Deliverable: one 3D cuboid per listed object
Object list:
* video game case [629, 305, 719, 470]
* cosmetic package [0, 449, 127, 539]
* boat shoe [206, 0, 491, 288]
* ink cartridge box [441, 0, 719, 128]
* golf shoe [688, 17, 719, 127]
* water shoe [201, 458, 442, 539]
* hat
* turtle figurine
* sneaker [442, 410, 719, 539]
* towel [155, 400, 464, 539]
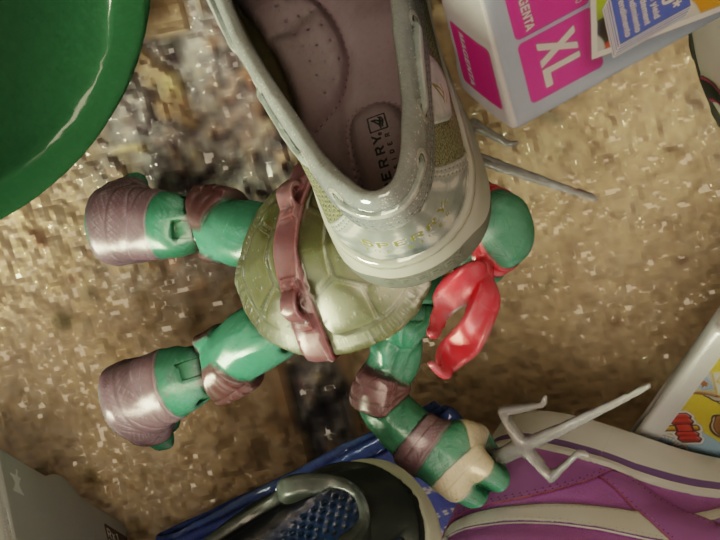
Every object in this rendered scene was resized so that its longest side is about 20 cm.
[{"bbox_3d":[0.177,0.113,1.049,0.199,0.023,0.182,31,140,1],"label":"video game case"},{"bbox_3d":[-0.185,0.149,1.103,0.199,0.091,0.107,-23,152,18],"label":"cosmetic package"},{"bbox_3d":[-0.014,-0.092,0.964,0.074,0.065,0.203,-21,64,6],"label":"boat shoe"},{"bbox_3d":[0.111,-0.141,0.931,0.199,0.042,0.120,-30,132,-14],"label":"ink cartridge box"},{"bbox_3d":[0.155,-0.048,0.959,0.077,0.088,0.201,-21,66,8],"label":"golf shoe"},{"bbox_3d":[-0.064,0.128,0.985,0.200,0.079,0.072,-43,67,14],"label":"water shoe"},{"bbox_3d":[-0.192,-0.130,1.047,0.165,0.176,0.200,-40,135,-3],"label":"hat"},{"bbox_3d":[0.000,0.000,1.014,0.199,0.151,0.101,-9,154,30],"label":"turtle figurine"},{"bbox_3d":[0.117,0.120,0.989,0.199,0.115,0.073,8,133,23],"label":"sneaker"},{"bbox_3d":[0.029,0.150,1.115,0.144,0.024,0.200,-27,110,30],"label":"towel"}]
